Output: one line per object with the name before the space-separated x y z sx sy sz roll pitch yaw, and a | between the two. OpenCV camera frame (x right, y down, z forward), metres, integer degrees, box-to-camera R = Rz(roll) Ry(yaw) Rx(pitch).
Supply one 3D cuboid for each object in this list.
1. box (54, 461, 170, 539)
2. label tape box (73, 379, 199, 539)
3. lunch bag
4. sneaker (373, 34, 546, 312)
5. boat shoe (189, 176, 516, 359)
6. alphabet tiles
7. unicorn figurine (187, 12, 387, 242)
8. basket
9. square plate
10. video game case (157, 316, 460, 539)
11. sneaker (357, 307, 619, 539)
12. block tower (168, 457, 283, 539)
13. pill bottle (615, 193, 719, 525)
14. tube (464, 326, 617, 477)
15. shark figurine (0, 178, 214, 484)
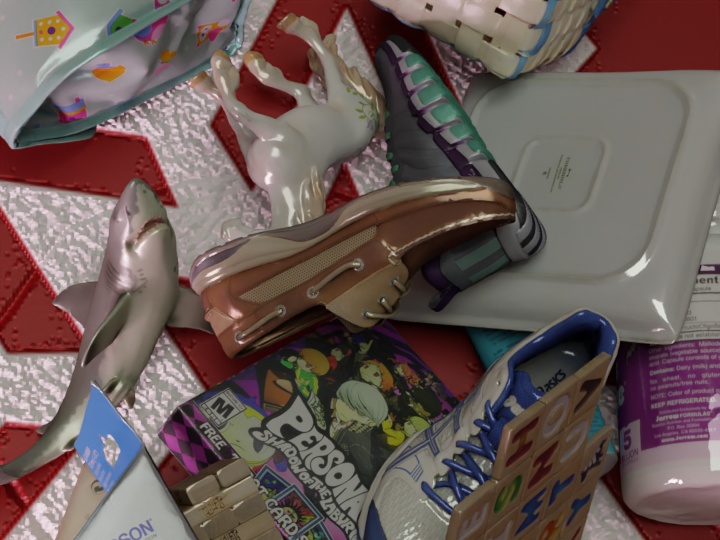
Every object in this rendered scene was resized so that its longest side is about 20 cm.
box | -0.150 0.220 0.962 0.078 0.095 0.200 18 66 1
label tape box | -0.111 0.168 0.858 0.066 0.143 0.200 -29 80 -22
lunch bag | -0.192 -0.181 1.102 0.200 0.122 0.170 -35 77 -23
sneaker | 0.034 -0.066 1.071 0.087 0.074 0.200 -36 48 7
boat shoe | 0.000 0.000 0.994 0.200 0.076 0.072 -19 79 19
alphabet tiles | 0.088 0.144 0.938 0.008 0.200 0.167 29 36 27
unicorn figurine | -0.047 -0.080 1.089 0.200 0.074 0.137 -37 88 -31
basket | 0.101 -0.222 1.151 0.176 0.139 0.200 29 33 7
square plate | 0.126 -0.051 1.075 0.198 0.028 0.200 4 59 30
video game case | 0.009 0.126 1.005 0.200 0.036 0.181 48 41 13
sneaker | 0.070 0.093 0.952 0.075 0.088 0.200 37 62 8
block tower | -0.046 0.200 0.911 0.054 0.058 0.200 -27 91 -18
pill bottle | 0.212 0.048 1.060 0.112 0.112 0.200 3 68 -5
tube | 0.101 0.040 1.086 0.077 0.050 0.200 -14 62 -11
shark figurine | -0.174 0.049 1.050 0.089 0.128 0.215 29 85 32
